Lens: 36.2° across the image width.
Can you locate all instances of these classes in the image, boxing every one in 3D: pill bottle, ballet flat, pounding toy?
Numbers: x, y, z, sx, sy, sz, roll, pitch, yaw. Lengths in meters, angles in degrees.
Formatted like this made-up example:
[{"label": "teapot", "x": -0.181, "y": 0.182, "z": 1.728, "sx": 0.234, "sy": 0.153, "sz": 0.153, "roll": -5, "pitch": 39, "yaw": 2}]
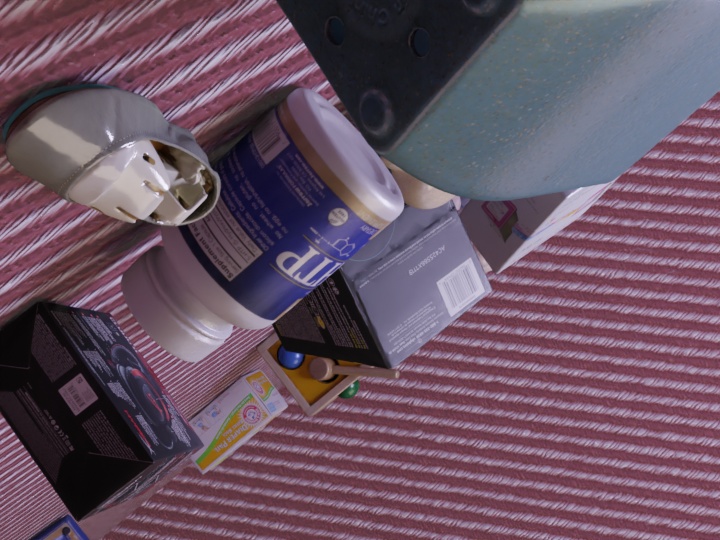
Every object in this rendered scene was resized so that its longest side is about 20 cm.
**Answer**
[{"label": "pill bottle", "x": -0.077, "y": -0.028, "z": 0.819, "sx": 0.200, "sy": 0.120, "sz": 0.120, "roll": -40, "pitch": 174, "yaw": 14}, {"label": "ballet flat", "x": -0.122, "y": -0.055, "z": 0.605, "sx": 0.067, "sy": 0.064, "sz": 0.200, "roll": -40, "pitch": 174, "yaw": 8}, {"label": "pounding toy", "x": -0.051, "y": 0.157, "z": 1.950, "sx": 0.184, "sy": 0.200, "sz": 0.142, "roll": -39, "pitch": 174, "yaw": 8}]

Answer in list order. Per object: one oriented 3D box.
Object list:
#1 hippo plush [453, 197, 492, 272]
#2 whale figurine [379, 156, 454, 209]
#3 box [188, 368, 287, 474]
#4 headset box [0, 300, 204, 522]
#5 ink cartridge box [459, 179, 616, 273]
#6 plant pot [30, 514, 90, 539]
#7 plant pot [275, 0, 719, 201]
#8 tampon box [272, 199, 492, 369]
[{"label": "hippo plush", "x": 0.220, "y": -0.101, "z": 1.862, "sx": 0.160, "sy": 0.160, "sz": 0.200, "roll": -38, "pitch": 173, "yaw": 3}, {"label": "whale figurine", "x": 0.059, "y": -0.149, "z": 0.958, "sx": 0.159, "sy": 0.104, "sz": 0.201, "roll": -41, "pitch": 152, "yaw": -25}, {"label": "box", "x": -0.263, "y": 0.306, "z": 2.246, "sx": 0.200, "sy": 0.102, "sz": 0.112, "roll": -40, "pitch": 174, "yaw": 12}, {"label": "headset box", "x": -0.210, "y": 0.109, "z": 0.888, "sx": 0.075, "sy": 0.149, "sz": 0.200, "roll": -37, "pitch": 174, "yaw": 0}, {"label": "ink cartridge box", "x": 0.205, "y": -0.097, "z": 1.184, "sx": 0.144, "sy": 0.085, "sz": 0.200, "roll": -32, "pitch": 170, "yaw": -24}, {"label": "plant pot", "x": -0.581, "y": 0.598, "z": 2.108, "sx": 0.200, "sy": 0.200, "sz": 0.180, "roll": -35, "pitch": 166, "yaw": -30}, {"label": "plant pot", "x": 0.073, "y": -0.150, "z": 0.529, "sx": 0.199, "sy": 0.197, "sz": 0.196, "roll": -22, "pitch": 164, "yaw": -43}, {"label": "tampon box", "x": 0.000, "y": 0.000, "z": 1.108, "sx": 0.150, "sy": 0.127, "sz": 0.200, "roll": -35, "pitch": -161, "yaw": -26}]
